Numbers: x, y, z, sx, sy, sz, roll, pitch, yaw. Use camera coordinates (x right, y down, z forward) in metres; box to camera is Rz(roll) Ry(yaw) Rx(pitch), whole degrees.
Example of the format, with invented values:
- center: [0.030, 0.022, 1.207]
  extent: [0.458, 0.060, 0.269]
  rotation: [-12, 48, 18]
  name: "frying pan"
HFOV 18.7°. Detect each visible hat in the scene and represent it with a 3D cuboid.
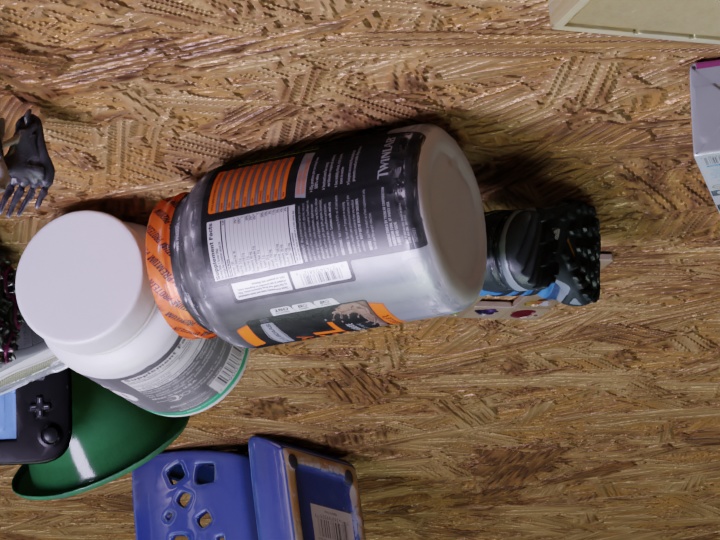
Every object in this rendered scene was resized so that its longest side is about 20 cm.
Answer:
- center: [-0.259, 0.086, 1.884]
  extent: [0.165, 0.177, 0.200]
  rotation: [-14, -163, 24]
  name: "hat"

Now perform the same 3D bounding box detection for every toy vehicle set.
- center: [0.192, -0.169, 1.119]
  extent: [0.124, 0.027, 0.200]
  rotation: [3, 162, -19]
  name: "toy vehicle set"

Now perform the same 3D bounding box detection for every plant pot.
- center: [-0.103, 0.281, 2.253]
  extent: [0.179, 0.201, 0.200]
  rotation: [-20, 157, 27]
  name: "plant pot"

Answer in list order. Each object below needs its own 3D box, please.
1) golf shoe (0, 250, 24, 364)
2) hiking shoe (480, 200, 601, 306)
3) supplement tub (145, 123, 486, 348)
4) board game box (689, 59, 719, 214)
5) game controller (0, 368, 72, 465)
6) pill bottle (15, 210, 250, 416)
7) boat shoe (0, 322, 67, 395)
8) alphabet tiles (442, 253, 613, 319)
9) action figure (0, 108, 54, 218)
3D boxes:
- center: [-0.302, 0.009, 1.545]
  extent: [0.092, 0.073, 0.200]
  rotation: [0, 155, 17]
  name: "golf shoe"
- center: [0.110, -0.016, 1.523]
  extent: [0.086, 0.075, 0.200]
  rotation: [0, 174, 24]
  name: "hiking shoe"
- center: [-0.029, -0.018, 1.407]
  extent: [0.199, 0.123, 0.122]
  rotation: [-10, 162, 23]
  name: "supplement tub"
- center: [0.293, -0.078, 1.373]
  extent: [0.147, 0.065, 0.200]
  rotation: [-7, 161, 15]
  name: "board game box"
- center: [-0.336, 0.108, 1.792]
  extent: [0.199, 0.105, 0.042]
  rotation: [-1, -174, -6]
  name: "game controller"
- center: [-0.160, 0.030, 1.557]
  extent: [0.113, 0.113, 0.200]
  rotation: [-8, 162, 15]
  name: "pill bottle"
- center: [-0.271, 0.061, 1.708]
  extent: [0.202, 0.075, 0.065]
  rotation: [-23, 151, 32]
  name: "boat shoe"
- center: [0.095, 0.006, 1.704]
  extent: [0.167, 0.008, 0.200]
  rotation: [2, 162, -17]
  name: "alphabet tiles"
- center: [-0.247, -0.072, 1.235]
  extent: [0.118, 0.102, 0.200]
  rotation: [4, 167, 18]
  name: "action figure"
